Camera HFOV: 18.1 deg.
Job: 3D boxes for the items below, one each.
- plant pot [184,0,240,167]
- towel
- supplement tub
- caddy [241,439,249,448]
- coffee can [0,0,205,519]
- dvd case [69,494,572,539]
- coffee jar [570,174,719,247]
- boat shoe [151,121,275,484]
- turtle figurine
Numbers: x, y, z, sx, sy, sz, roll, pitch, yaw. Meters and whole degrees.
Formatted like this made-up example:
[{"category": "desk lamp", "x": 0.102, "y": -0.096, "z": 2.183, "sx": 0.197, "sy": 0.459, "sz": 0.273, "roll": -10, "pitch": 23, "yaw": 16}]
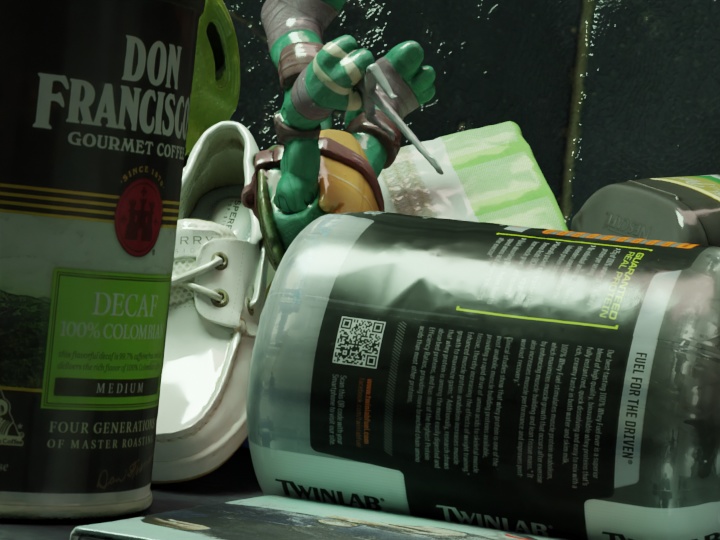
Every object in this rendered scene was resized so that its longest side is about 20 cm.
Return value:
[{"category": "plant pot", "x": -0.167, "y": -0.104, "z": 1.138, "sx": 0.189, "sy": 0.201, "sz": 0.200, "roll": 11, "pitch": 4, "yaw": 37}, {"category": "towel", "x": 0.000, "y": 0.000, "z": 1.070, "sx": 0.199, "sy": 0.031, "sz": 0.150, "roll": -14, "pitch": 39, "yaw": -3}, {"category": "supplement tub", "x": 0.070, "y": 0.047, "z": 0.804, "sx": 0.199, "sy": 0.123, "sz": 0.122, "roll": 7, "pitch": 1, "yaw": 24}, {"category": "caddy", "x": -0.030, "y": 0.035, "z": 1.177, "sx": 0.141, "sy": 0.106, "sz": 0.200, "roll": 4, "pitch": 2, "yaw": -23}, {"category": "coffee can", "x": -0.141, "y": -0.016, "z": 0.859, "sx": 0.145, "sy": 0.201, "sz": 0.146, "roll": 6, "pitch": 2, "yaw": 0}, {"category": "dvd case", "x": 0.031, "y": 0.096, "z": 0.694, "sx": 0.199, "sy": 0.022, "sz": 0.146, "roll": 7, "pitch": 2, "yaw": 24}, {"category": "coffee jar", "x": 0.202, "y": -0.004, "z": 1.078, "sx": 0.199, "sy": 0.086, "sz": 0.104, "roll": -5, "pitch": 15, "yaw": -27}, {"category": "boat shoe", "x": -0.076, "y": 0.008, "z": 0.997, "sx": 0.070, "sy": 0.070, "sz": 0.201, "roll": -3, "pitch": 39, "yaw": 8}, {"category": "turtle figurine", "x": -0.003, "y": -0.041, "z": 0.987, "sx": 0.100, "sy": 0.201, "sz": 0.150, "roll": -19, "pitch": -49, "yaw": 12}]
